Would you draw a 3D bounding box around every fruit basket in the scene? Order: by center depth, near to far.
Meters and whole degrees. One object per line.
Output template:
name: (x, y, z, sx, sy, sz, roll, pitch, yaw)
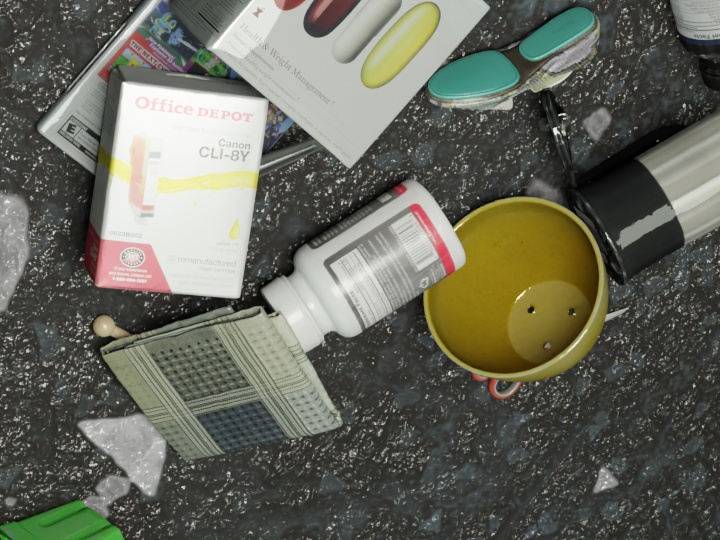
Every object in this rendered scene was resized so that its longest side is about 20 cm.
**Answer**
fruit basket: (-0.335, 0.367, 1.750, 0.215, 0.155, 0.216, -14, 114, -35)

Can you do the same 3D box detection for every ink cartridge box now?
ink cartridge box: (-0.177, -0.084, 1.580, 0.145, 0.083, 0.200, 5, 104, -17)

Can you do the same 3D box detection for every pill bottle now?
pill bottle: (0.000, 0.000, 1.726, 0.200, 0.111, 0.111, -33, 122, -6)
pill bottle: (0.382, -0.295, 1.747, 0.112, 0.112, 0.200, -28, 122, -8)

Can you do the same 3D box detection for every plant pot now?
plant pot: (0.187, 0.038, 1.795, 0.200, 0.200, 0.142, -47, 149, 4)

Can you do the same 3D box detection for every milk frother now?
milk frother: (0.302, -0.124, 1.748, 0.188, 0.181, 0.200, -30, 135, -3)

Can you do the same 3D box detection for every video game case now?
video game case: (-0.186, -0.150, 1.629, 0.182, 0.023, 0.200, -48, 121, 4)

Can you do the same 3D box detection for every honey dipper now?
honey dipper: (-0.195, 0.098, 1.734, 0.200, 0.038, 0.038, 31, 99, -30)

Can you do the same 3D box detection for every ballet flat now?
ballet flat: (0.164, -0.204, 1.728, 0.200, 0.072, 0.072, -26, 121, -8)

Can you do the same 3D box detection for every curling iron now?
curling iron: (-0.127, -0.084, 1.654, 0.200, 0.026, 0.050, -30, 114, -6)

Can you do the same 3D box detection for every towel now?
towel: (-0.142, 0.115, 1.714, 0.192, 0.035, 0.200, -14, 134, 18)

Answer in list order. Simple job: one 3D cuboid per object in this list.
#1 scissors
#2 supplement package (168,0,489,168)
scissors: (0.219, 0.078, 1.912, 0.200, 0.014, 0.073, -34, 120, -3)
supplement package: (-0.030, -0.243, 1.531, 0.191, 0.147, 0.200, 38, 95, -32)
